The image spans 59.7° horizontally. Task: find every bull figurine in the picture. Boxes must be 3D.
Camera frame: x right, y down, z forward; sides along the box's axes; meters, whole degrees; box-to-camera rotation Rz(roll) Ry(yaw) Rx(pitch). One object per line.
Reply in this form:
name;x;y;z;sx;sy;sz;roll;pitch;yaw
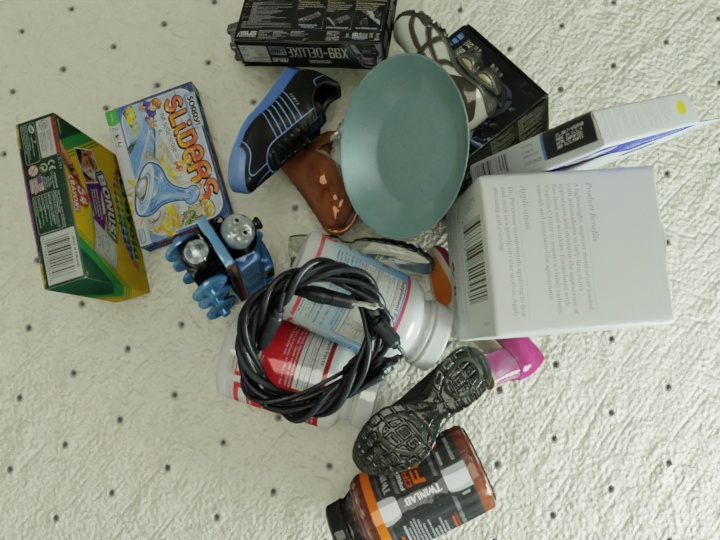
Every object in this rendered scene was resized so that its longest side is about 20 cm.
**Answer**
bull figurine;-0.053;-0.141;0.846;0.120;0.065;0.202;-34;74;-4

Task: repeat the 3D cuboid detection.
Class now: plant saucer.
plant saucer;0.054;-0.140;0.720;0.198;0.038;0.207;7;100;46

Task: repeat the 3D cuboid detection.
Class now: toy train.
toy train;-0.167;-0.011;0.777;0.113;0.200;0.087;-37;80;-14

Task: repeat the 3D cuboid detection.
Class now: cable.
cable;-0.059;0.081;0.685;0.197;0.051;0.165;-28;110;14

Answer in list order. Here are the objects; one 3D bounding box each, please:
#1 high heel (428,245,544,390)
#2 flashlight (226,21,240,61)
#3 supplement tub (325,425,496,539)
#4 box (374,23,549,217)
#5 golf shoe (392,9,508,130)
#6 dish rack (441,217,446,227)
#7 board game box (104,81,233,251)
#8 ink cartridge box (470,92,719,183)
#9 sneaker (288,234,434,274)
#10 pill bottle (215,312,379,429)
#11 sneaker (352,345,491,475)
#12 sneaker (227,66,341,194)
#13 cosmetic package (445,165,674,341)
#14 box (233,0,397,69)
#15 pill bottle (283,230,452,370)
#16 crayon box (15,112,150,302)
high heel;0.163;0.050;0.824;0.094;0.068;0.203;-17;67;-27
flashlight;-0.087;-0.342;0.880;0.195;0.068;0.069;-15;70;-1
supplement tub;0.058;0.279;0.764;0.197;0.107;0.109;-26;81;-1
box;0.115;-0.188;0.811;0.198;0.086;0.165;-37;62;0
golf shoe;0.083;-0.237;0.751;0.094;0.077;0.201;-45;53;8
dish rack;0.215;-0.068;0.837;0.171;0.044;0.200;-43;82;-4
board game box;-0.266;-0.146;0.880;0.132;0.034;0.204;-19;81;1
ink cartridge box;0.258;-0.143;0.707;0.196;0.197;0.048;-18;90;-27
sneaker;0.000;0.000;0.834;0.195;0.078;0.089;4;96;9
pill bottle;-0.072;0.129;0.790;0.195;0.112;0.115;17;83;5
sneaker;0.074;0.175;0.761;0.198;0.091;0.077;-35;80;-8
sneaker;-0.093;-0.176;0.791;0.076;0.071;0.203;17;67;19
cosmetic package;0.213;-0.011;0.714;0.194;0.165;0.170;-3;82;-6
box;-0.053;-0.344;0.816;0.195;0.050;0.161;5;68;12
pill bottle;0.007;0.042;0.754;0.196;0.109;0.111;25;83;-10
crayon box;-0.349;-0.070;0.804;0.057;0.173;0.205;-15;82;4
